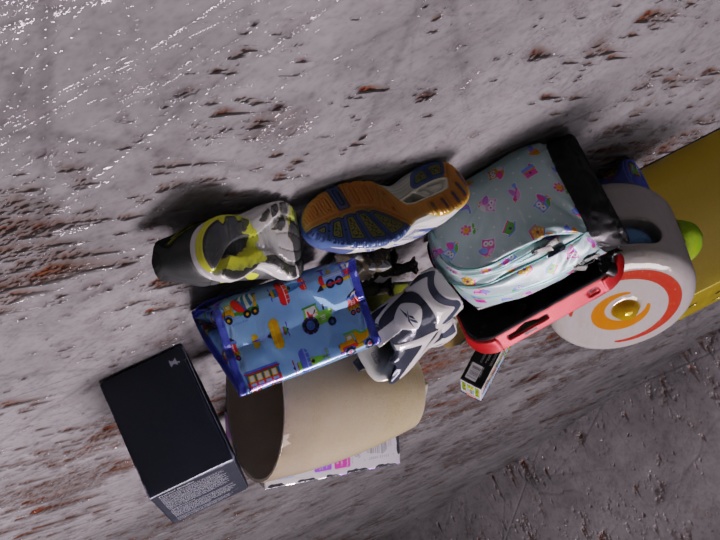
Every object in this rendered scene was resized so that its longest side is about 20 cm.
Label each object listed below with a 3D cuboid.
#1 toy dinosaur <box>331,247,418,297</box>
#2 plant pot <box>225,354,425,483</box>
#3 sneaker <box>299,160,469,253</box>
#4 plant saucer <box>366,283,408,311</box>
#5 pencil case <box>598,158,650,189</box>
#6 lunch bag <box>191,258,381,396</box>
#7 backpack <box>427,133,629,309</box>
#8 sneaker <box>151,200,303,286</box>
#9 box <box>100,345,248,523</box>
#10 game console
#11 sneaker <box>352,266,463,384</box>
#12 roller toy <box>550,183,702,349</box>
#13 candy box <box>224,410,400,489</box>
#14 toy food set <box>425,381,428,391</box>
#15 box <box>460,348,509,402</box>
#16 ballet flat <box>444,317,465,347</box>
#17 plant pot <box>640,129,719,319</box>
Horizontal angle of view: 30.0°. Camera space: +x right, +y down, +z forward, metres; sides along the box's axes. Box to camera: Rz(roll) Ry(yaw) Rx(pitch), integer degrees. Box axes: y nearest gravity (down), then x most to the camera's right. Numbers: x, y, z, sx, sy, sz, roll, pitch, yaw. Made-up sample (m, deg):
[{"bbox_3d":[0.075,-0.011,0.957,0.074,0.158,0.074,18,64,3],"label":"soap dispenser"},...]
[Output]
[{"bbox_3d":[0.000,0.000,1.497,0.102,0.077,0.200,-6,162,-23],"label":"toy dinosaur"},{"bbox_3d":[-0.032,0.145,1.560,0.199,0.188,0.187,-1,153,-25],"label":"plant pot"},{"bbox_3d":[0.018,-0.046,1.348,0.199,0.076,0.088,-15,160,-34],"label":"sneaker"},{"bbox_3d":[0.020,0.086,1.793,0.200,0.048,0.199,-37,161,32],"label":"plant saucer"},{"bbox_3d":[0.285,-0.059,1.704,0.200,0.087,0.078,-34,-155,25],"label":"pencil case"},{"bbox_3d":[-0.086,0.046,1.383,0.150,0.094,0.200,-20,-170,-14],"label":"lunch bag"},{"bbox_3d":[0.172,-0.050,1.469,0.199,0.167,0.127,-28,142,11],"label":"backpack"},{"bbox_3d":[-0.120,-0.024,1.241,0.084,0.075,0.200,-7,178,24],"label":"sneaker"},{"bbox_3d":[-0.216,0.198,1.590,0.107,0.149,0.200,-25,163,-8],"label":"box"},{"bbox_3d":[0.187,-0.012,1.541,0.199,0.177,0.031,-30,140,9],"label":"game console"},{"bbox_3d":[0.043,0.074,1.513,0.129,0.080,0.199,-36,176,-10],"label":"sneaker"},{"bbox_3d":[0.300,0.002,1.608,0.182,0.140,0.200,27,128,-36],"label":"roller toy"},{"bbox_3d":[-0.069,0.229,1.854,0.199,0.072,0.168,-8,-169,-22],"label":"candy box"},{"bbox_3d":[-0.026,0.163,1.833,0.199,0.061,0.143,-10,-168,-31],"label":"toy food set"},{"bbox_3d":[0.201,0.082,1.890,0.201,0.035,0.110,-61,169,-10],"label":"box"},{"bbox_3d":[0.147,0.041,1.860,0.063,0.069,0.200,14,142,-23],"label":"ballet flat"},{"bbox_3d":[0.444,-0.046,1.823,0.199,0.177,0.200,-26,163,0],"label":"plant pot"}]
